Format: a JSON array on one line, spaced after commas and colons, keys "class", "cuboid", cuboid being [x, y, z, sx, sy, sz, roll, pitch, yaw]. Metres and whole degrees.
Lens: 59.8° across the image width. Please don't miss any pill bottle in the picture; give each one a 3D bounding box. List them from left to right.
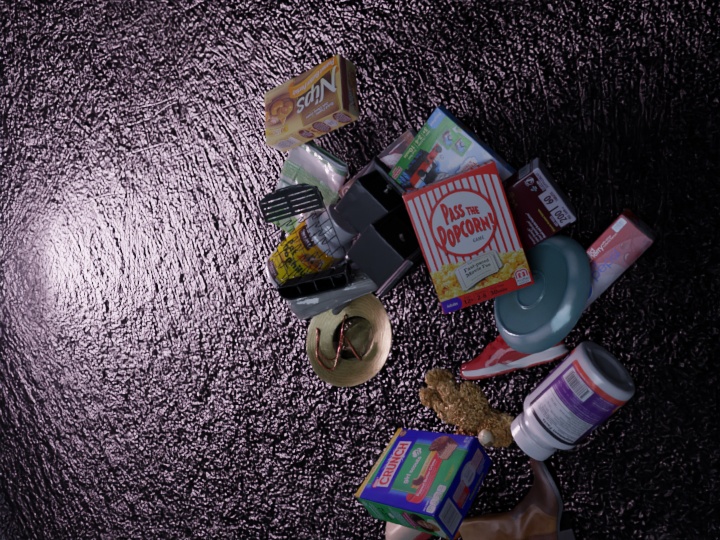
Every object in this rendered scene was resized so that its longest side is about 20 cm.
[{"class": "pill bottle", "cuboid": [-0.094, -0.042, 1.247, 0.200, 0.109, 0.110, -42, 77, 31]}, {"class": "pill bottle", "cuboid": [0.342, 0.222, 1.034, 0.111, 0.111, 0.201, 45, 121, 16]}]

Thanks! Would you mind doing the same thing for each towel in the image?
[{"class": "towel", "cuboid": [-0.115, -0.159, 1.297, 0.149, 0.031, 0.202, 36, 117, 22]}]

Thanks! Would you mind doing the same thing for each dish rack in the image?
[{"class": "dish rack", "cuboid": [-0.110, -0.054, 1.151, 0.152, 0.055, 0.202, -13, 109, 24]}]

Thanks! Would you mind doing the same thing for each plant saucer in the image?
[{"class": "plant saucer", "cuboid": [0.281, 0.033, 1.007, 0.200, 0.027, 0.202, -43, 34, 40]}]

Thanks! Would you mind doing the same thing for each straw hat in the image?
[{"class": "straw hat", "cuboid": [-0.006, 0.135, 1.251, 0.199, 0.085, 0.204, -6, 79, 31]}]

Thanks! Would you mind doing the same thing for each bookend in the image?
[{"class": "bookend", "cuboid": [0.033, -0.084, 1.097, 0.200, 0.198, 0.092, 45, 122, 6]}]

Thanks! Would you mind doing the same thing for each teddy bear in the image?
[{"class": "teddy bear", "cuboid": [0.192, 0.263, 1.162, 0.200, 0.067, 0.145, 46, 127, 13]}]

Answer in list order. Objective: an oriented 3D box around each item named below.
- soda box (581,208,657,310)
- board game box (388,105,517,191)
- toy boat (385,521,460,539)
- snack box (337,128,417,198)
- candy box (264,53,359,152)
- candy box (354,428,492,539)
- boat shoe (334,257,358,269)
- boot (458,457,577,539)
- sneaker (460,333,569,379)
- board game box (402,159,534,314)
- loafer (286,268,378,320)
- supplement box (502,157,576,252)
[{"class": "soda box", "cuboid": [0.371, 0.000, 0.992, 0.063, 0.070, 0.201, 44, 119, 13]}, {"class": "board game box", "cuboid": [0.167, -0.162, 1.094, 0.200, 0.037, 0.152, 43, 120, 7]}, {"class": "toy boat", "cuboid": [0.146, 0.482, 1.229, 0.130, 0.131, 0.201, 32, 121, -11]}, {"class": "snack box", "cuboid": [0.044, -0.179, 1.191, 0.199, 0.024, 0.072, -37, 83, 33]}, {"class": "candy box", "cuboid": [-0.098, -0.321, 1.216, 0.198, 0.055, 0.117, -15, 72, 34]}, {"class": "candy box", "cuboid": [0.114, 0.382, 1.150, 0.199, 0.169, 0.077, -11, 122, 48]}, {"class": "boat shoe", "cuboid": [-0.001, -0.001, 1.235, 0.201, 0.065, 0.075, -26, 86, 34]}, {"class": "boot", "cuboid": [0.268, 0.431, 1.128, 0.198, 0.069, 0.190, -17, 104, 16]}, {"class": "sneaker", "cuboid": [0.258, 0.119, 1.103, 0.198, 0.078, 0.117, -20, 77, 27]}, {"class": "board game box", "cuboid": [0.168, -0.052, 0.985, 0.150, 0.046, 0.202, -20, 99, 9]}, {"class": "loafer", "cuboid": [-0.047, 0.048, 1.207, 0.198, 0.070, 0.070, -15, 115, 24]}, {"class": "supplement box", "cuboid": [0.239, -0.080, 1.035, 0.199, 0.061, 0.109, -36, 102, 28]}]
